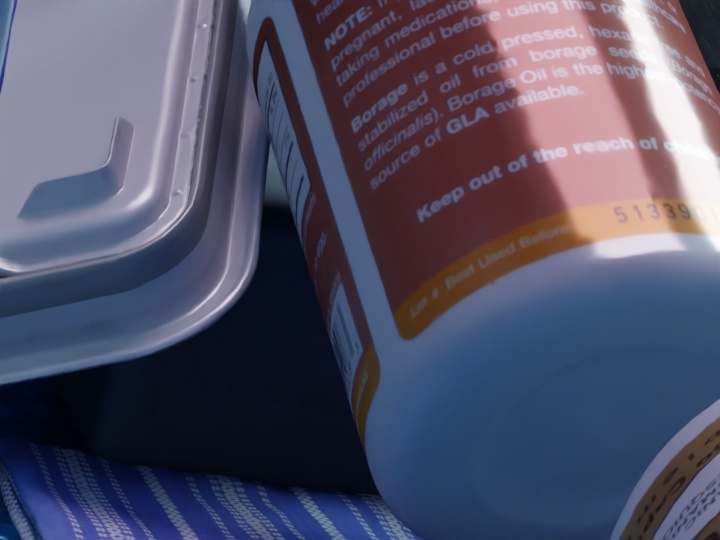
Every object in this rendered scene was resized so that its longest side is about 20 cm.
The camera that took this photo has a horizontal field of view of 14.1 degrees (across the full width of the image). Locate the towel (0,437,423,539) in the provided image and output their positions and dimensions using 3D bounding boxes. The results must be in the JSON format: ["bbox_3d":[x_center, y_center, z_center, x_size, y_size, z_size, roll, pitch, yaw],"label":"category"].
[{"bbox_3d":[0.014,0.074,0.730,0.199,0.024,0.145,10,8,-17],"label":"towel"}]

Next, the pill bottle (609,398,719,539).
[{"bbox_3d":[0.101,0.084,0.477,0.114,0.115,0.200,12,9,-2],"label":"pill bottle"}]

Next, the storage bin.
[{"bbox_3d":[0.000,0.000,0.851,0.199,0.146,0.134,10,19,-17],"label":"storage bin"}]

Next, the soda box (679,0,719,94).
[{"bbox_3d":[0.135,-0.020,0.978,0.200,0.063,0.071,52,-20,-25],"label":"soda box"}]

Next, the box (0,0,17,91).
[{"bbox_3d":[-0.170,-0.029,0.594,0.105,0.185,0.200,3,13,-42],"label":"box"}]

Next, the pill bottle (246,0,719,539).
[{"bbox_3d":[0.034,-0.036,0.736,0.112,0.112,0.200,8,46,-28],"label":"pill bottle"}]

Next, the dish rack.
[{"bbox_3d":[-0.109,-0.042,0.788,0.171,0.044,0.200,-10,36,10],"label":"dish rack"}]
